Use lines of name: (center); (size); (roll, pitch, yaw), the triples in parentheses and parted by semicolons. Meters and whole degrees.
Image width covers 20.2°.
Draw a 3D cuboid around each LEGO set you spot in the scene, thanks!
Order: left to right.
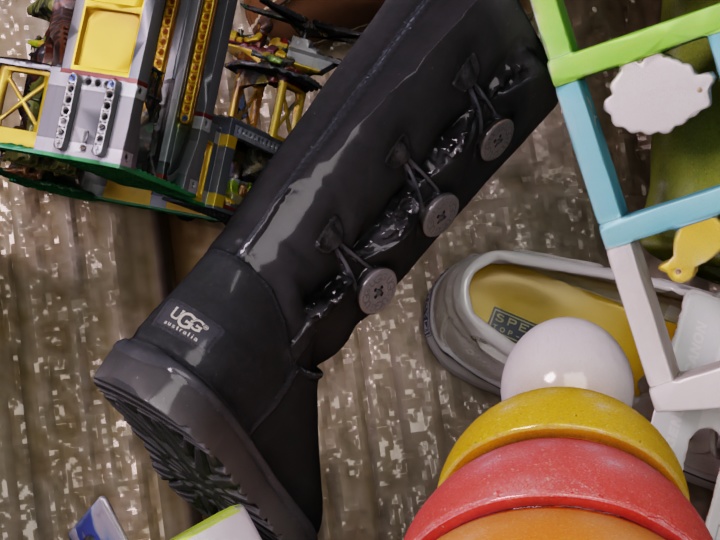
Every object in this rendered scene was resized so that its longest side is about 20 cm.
LEGO set: (-0.092, -0.089, 0.723); (0.153, 0.200, 0.116); (10, 86, 30)

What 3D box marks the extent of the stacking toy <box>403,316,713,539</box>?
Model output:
stacking toy: (0.069, 0.087, 0.681); (0.146, 0.146, 0.200); (15, 43, -5)

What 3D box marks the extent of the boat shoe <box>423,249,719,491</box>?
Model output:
boat shoe: (0.127, 0.035, 0.791); (0.201, 0.086, 0.075); (22, 76, -3)

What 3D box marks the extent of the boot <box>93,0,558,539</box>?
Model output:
boot: (0.000, 0.000, 0.747); (0.066, 0.165, 0.200); (28, 71, 21)

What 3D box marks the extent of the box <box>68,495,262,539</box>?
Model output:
box: (-0.036, 0.167, 0.721); (0.048, 0.122, 0.200); (-26, 84, -18)

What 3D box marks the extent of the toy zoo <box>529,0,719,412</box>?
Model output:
toy zoo: (0.146, -0.034, 0.706); (0.131, 0.020, 0.201); (-18, 91, 16)

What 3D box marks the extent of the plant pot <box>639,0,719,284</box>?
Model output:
plant pot: (0.197, -0.080, 0.786); (0.200, 0.200, 0.194); (18, 89, -4)

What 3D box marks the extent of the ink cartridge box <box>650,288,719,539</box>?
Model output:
ink cartridge box: (0.183, 0.113, 0.778); (0.199, 0.050, 0.163); (18, 83, -14)

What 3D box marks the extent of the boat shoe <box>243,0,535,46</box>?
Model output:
boat shoe: (0.043, -0.127, 0.774); (0.200, 0.076, 0.074); (-24, 68, 28)
